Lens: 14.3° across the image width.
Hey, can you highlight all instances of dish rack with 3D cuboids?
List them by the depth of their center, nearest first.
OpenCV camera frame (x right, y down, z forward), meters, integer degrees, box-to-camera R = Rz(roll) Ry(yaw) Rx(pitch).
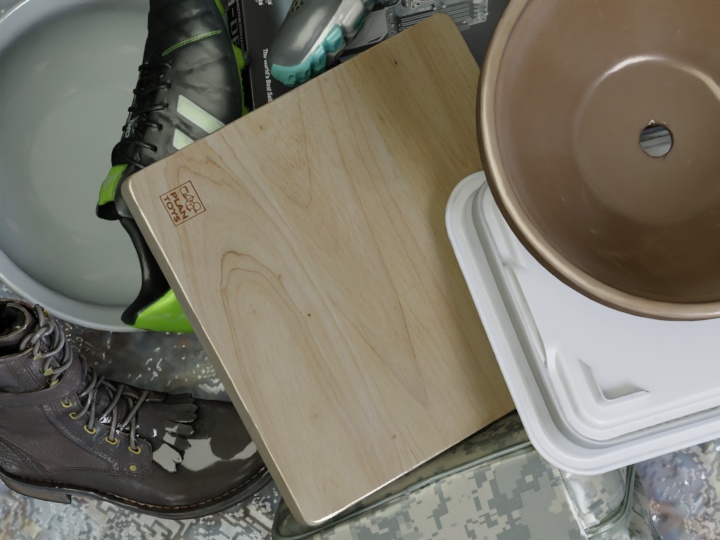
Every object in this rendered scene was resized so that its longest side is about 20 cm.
[{"bbox_3d":[0.157,0.004,1.478,0.200,0.044,0.172,-15,76,-25],"label":"dish rack"}]

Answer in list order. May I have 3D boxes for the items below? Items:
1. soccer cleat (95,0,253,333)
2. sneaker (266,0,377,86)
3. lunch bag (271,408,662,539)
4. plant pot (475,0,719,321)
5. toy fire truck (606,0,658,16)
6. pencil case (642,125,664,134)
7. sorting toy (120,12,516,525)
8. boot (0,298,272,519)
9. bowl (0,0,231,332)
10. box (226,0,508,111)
[{"bbox_3d":[-0.101,-0.065,1.533,0.081,0.068,0.200,-6,90,-28],"label":"soccer cleat"},{"bbox_3d":[-0.019,-0.193,1.519,0.091,0.078,0.200,24,72,-3],"label":"sneaker"},{"bbox_3d":[0.068,0.162,1.545,0.200,0.139,0.168,-22,102,13],"label":"lunch bag"},{"bbox_3d":[0.152,-0.071,1.414,0.201,0.093,0.201,1,82,-5],"label":"plant pot"},{"bbox_3d":[0.169,-0.227,1.485,0.200,0.129,0.176,-18,66,4],"label":"toy fire truck"},{"bbox_3d":[0.176,-0.141,1.552,0.087,0.078,0.200,39,99,-17],"label":"pencil case"},{"bbox_3d":[0.000,0.000,1.501,0.199,0.070,0.200,-29,94,-18],"label":"sorting toy"},{"bbox_3d":[-0.153,0.071,1.577,0.200,0.174,0.069,-3,60,15],"label":"boot"},{"bbox_3d":[-0.138,-0.062,1.606,0.201,0.090,0.201,1,85,-15],"label":"bowl"},{"bbox_3d":[0.009,-0.125,1.577,0.158,0.050,0.200,-5,87,-13],"label":"box"}]
